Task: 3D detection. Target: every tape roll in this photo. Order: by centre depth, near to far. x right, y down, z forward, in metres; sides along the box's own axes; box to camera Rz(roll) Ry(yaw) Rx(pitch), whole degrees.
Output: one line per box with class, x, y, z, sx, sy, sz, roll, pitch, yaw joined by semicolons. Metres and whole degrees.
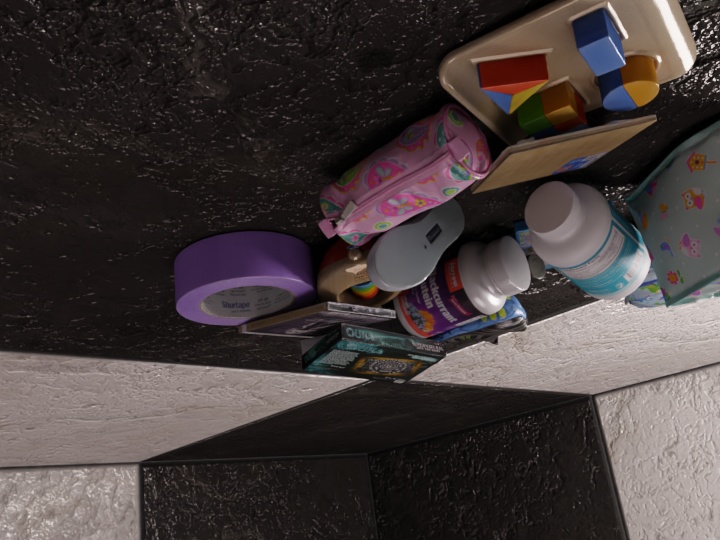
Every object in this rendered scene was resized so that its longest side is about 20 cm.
tape roll;-0.161;0.016;0.971;0.195;0.067;0.201;-8;159;-3

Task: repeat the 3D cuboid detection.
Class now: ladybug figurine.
ladybug figurine;0.000;0.000;0.977;0.132;0.074;0.201;-14;160;-3

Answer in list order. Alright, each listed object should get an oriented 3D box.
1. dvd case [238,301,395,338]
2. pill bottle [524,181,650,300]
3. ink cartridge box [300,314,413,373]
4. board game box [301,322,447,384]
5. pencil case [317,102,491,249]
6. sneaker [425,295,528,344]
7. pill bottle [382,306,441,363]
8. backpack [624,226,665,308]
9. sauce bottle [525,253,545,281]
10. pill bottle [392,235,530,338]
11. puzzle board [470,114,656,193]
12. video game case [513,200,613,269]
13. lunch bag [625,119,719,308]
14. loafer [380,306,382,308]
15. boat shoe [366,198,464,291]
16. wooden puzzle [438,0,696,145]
dvd case;-0.066;0.077;1.033;0.197;0.016;0.147;-17;162;40
pill bottle;0.297;-0.043;0.914;0.109;0.113;0.198;-24;143;36
ink cartridge box;0.005;0.124;1.169;0.195;0.045;0.094;-16;159;10
board game box;0.022;0.136;1.098;0.196;0.029;0.135;13;146;-29
pencil case;0.042;-0.095;0.733;0.198;0.090;0.086;-26;153;38
sneaker;0.185;0.095;1.124;0.197;0.072;0.083;-19;129;42
pill bottle;0.050;0.127;1.275;0.195;0.119;0.116;-9;160;1
backpack;0.475;-0.008;1.092;0.160;0.157;0.199;-14;147;33
sauce bottle;0.215;0.021;1.125;0.063;0.066;0.199;5;158;-33
pill bottle;0.153;0.023;1.050;0.198;0.114;0.110;-26;154;37
puzzle board;0.207;-0.125;0.750;0.147;0.018;0.200;-14;177;-2
video game case;0.311;-0.045;1.070;0.140;0.018;0.200;-13;159;10
lunch bag;0.438;-0.071;0.835;0.119;0.174;0.201;-8;159;-16
loafer;-0.011;0.053;1.139;0.069;0.071;0.200;-26;159;8
boat shoe;0.051;-0.022;0.849;0.090;0.072;0.199;-26;-172;43
wooden puzzle;0.196;-0.179;0.631;0.197;0.047;0.184;-22;156;31
